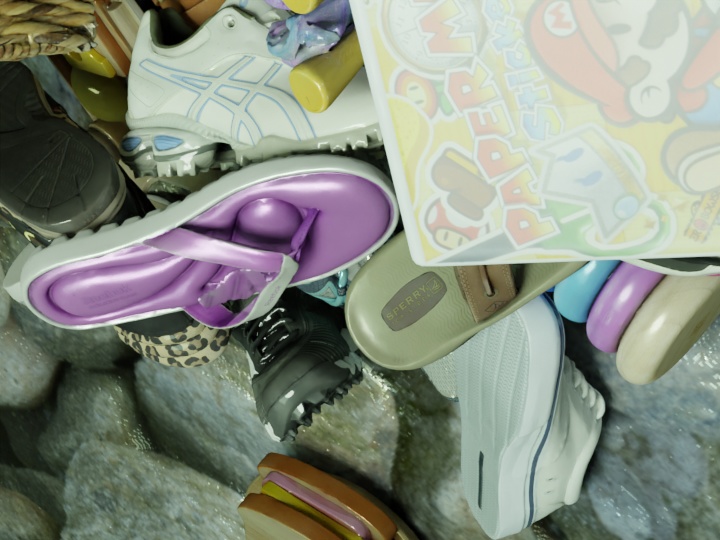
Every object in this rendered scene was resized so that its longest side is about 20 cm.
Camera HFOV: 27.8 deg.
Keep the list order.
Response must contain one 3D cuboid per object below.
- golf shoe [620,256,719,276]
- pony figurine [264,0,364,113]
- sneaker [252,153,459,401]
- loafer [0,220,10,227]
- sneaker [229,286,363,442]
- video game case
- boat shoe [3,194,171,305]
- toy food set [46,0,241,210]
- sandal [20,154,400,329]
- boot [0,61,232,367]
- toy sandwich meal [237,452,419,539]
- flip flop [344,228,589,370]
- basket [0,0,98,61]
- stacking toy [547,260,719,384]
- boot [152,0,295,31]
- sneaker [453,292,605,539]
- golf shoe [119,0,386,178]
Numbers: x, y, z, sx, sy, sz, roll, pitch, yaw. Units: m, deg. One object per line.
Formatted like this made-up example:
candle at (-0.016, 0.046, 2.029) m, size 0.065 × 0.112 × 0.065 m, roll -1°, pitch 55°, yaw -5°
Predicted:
golf shoe at (0.145, -0.023, 0.585) m, size 0.092 × 0.200 × 0.073 m, roll 59°, pitch 135°, yaw 50°
pony figurine at (0.052, -0.144, 0.591) m, size 0.167 × 0.200 × 0.193 m, roll 57°, pitch 156°, yaw -19°
sneaker at (0.000, 0.000, 0.817) m, size 0.078 × 0.086 × 0.200 m, roll -22°, pitch 106°, yaw 50°
loafer at (-0.242, -0.070, 0.926) m, size 0.075 × 0.200 × 0.070 m, roll -31°, pitch 76°, yaw 15°
sneaker at (-0.045, 0.039, 0.830) m, size 0.066 × 0.200 × 0.091 m, roll -43°, pitch 93°, yaw 7°
video game case at (0.080, -0.095, 0.434) m, size 0.182 × 0.023 × 0.200 m, roll -2°, pitch 117°, yaw 26°
boat shoe at (-0.172, 0.004, 1.004) m, size 0.200 × 0.072 × 0.069 m, roll -18°, pitch 130°, yaw 42°
toy food set at (-0.162, -0.105, 0.853) m, size 0.143 × 0.060 × 0.200 m, roll 21°, pitch 153°, yaw 44°
sandal at (-0.071, 0.002, 0.693) m, size 0.202 × 0.050 × 0.082 m, roll -17°, pitch 142°, yaw 24°
boot at (-0.158, -0.033, 0.819) m, size 0.200 × 0.073 × 0.151 m, roll 32°, pitch 164°, yaw 45°
toy sandwich meal at (-0.022, 0.223, 1.039) m, size 0.205 × 0.070 × 0.205 m, roll 25°, pitch 136°, yaw 26°
flip flop at (0.047, -0.013, 0.674) m, size 0.200 × 0.058 × 0.081 m, roll -43°, pitch 75°, yaw 42°
basket at (-0.245, -0.162, 0.676) m, size 0.149 × 0.200 × 0.143 m, roll 9°, pitch 109°, yaw 46°
stacking toy at (0.088, -0.035, 0.720) m, size 0.200 × 0.085 × 0.085 m, roll 40°, pitch 141°, yaw 20°
boot at (-0.113, -0.179, 0.796) m, size 0.200 × 0.077 × 0.155 m, roll -10°, pitch 118°, yaw 39°
sneaker at (0.096, 0.071, 0.799) m, size 0.073 × 0.071 × 0.200 m, roll 56°, pitch 159°, yaw 34°
golf shoe at (-0.041, -0.096, 0.710) m, size 0.200 × 0.078 × 0.097 m, roll 1°, pitch 97°, yaw 33°
